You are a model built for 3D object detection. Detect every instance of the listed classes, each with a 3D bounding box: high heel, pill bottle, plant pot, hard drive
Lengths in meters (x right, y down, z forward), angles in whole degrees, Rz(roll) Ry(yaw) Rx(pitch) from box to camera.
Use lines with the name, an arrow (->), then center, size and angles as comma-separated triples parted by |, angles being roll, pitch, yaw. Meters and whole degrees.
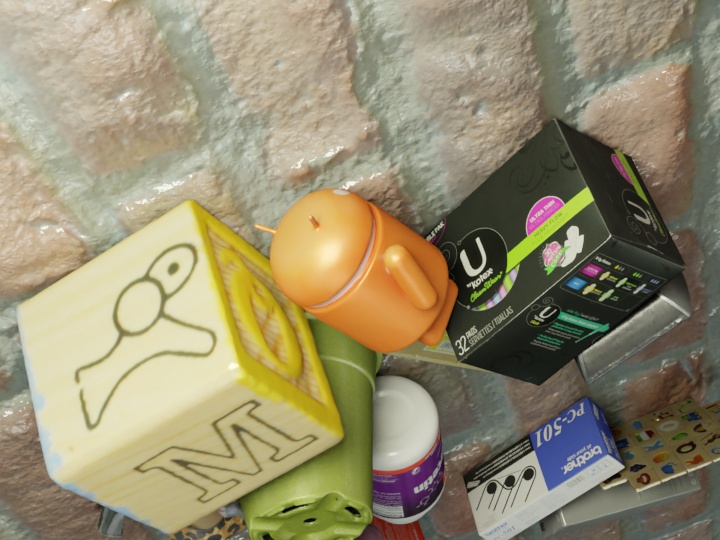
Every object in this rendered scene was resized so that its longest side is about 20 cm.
high heel -> -0.188, 0.249, 1.611 | 0.199, 0.072, 0.143 | -1, 142, -20
pill bottle -> 0.039, 0.211, 1.642 | 0.112, 0.113, 0.200 | -18, 146, -4
plant pot -> -0.062, 0.172, 1.443 | 0.199, 0.191, 0.200 | -7, 145, -5
hard drive -> 0.265, 0.034, 1.473 | 0.135, 0.200, 0.042 | -36, 101, 15

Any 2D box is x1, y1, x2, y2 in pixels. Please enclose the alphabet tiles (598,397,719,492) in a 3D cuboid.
alphabet tiles -> 0.381, 0.216, 1.810 | 0.199, 0.167, 0.006 | -21, 109, -1

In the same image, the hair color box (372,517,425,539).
hair color box -> -0.016, 0.358, 1.863 | 0.199, 0.061, 0.101 | 17, 131, -44

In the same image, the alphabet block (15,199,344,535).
alphabet block -> -0.162, 0.091, 1.302 | 0.199, 0.196, 0.196 | -29, 147, 14

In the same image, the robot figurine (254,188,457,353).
robot figurine -> 0.001, 0.000, 1.311 | 0.200, 0.144, 0.117 | 32, 110, -35

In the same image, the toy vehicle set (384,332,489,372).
toy vehicle set -> 0.111, 0.052, 1.537 | 0.199, 0.027, 0.124 | 13, 133, -39

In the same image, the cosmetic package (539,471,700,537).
cosmetic package -> 0.330, 0.282, 1.901 | 0.199, 0.091, 0.107 | -10, 164, -14

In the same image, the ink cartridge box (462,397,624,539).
ink cartridge box -> 0.226, 0.252, 1.810 | 0.200, 0.094, 0.044 | -36, 132, 20

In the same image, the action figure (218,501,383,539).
action figure -> -0.061, 0.287, 1.608 | 0.134, 0.149, 0.200 | -37, 139, -2

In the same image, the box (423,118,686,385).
box -> 0.176, -0.013, 1.372 | 0.124, 0.149, 0.200 | 18, 130, -41
